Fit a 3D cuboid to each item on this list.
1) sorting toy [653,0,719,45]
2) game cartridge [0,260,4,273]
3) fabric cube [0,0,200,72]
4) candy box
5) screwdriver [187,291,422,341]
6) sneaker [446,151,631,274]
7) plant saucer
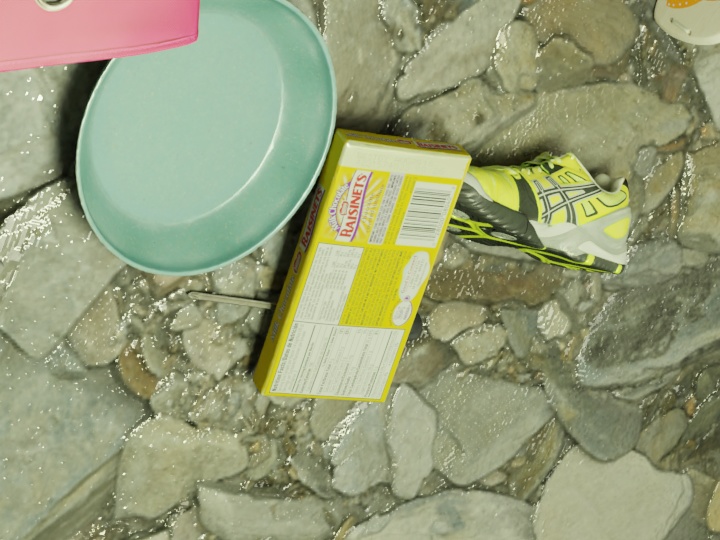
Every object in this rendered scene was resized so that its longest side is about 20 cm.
[{"bbox_3d":[0.351,-0.208,1.902,0.199,0.180,0.108,-11,121,-34],"label":"sorting toy"},{"bbox_3d":[-0.325,0.045,1.616,0.129,0.038,0.201,36,90,-40],"label":"game cartridge"},{"bbox_3d":[-0.207,-0.239,1.434,0.195,0.200,0.201,-10,120,-32],"label":"fabric cube"},{"bbox_3d":[0.000,0.000,1.811,0.101,0.026,0.201,7,116,-27],"label":"candy box"},{"bbox_3d":[-0.038,0.024,1.840,0.199,0.028,0.029,14,75,-35],"label":"screwdriver"},{"bbox_3d":[0.120,-0.053,1.895,0.199,0.075,0.077,18,82,-45],"label":"sneaker"},{"bbox_3d":[-0.107,-0.095,1.706,0.199,0.036,0.201,-18,123,-30],"label":"plant saucer"}]
